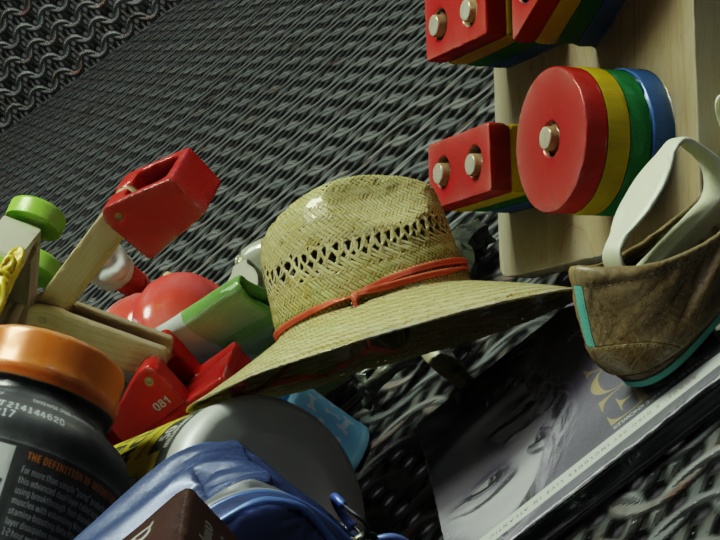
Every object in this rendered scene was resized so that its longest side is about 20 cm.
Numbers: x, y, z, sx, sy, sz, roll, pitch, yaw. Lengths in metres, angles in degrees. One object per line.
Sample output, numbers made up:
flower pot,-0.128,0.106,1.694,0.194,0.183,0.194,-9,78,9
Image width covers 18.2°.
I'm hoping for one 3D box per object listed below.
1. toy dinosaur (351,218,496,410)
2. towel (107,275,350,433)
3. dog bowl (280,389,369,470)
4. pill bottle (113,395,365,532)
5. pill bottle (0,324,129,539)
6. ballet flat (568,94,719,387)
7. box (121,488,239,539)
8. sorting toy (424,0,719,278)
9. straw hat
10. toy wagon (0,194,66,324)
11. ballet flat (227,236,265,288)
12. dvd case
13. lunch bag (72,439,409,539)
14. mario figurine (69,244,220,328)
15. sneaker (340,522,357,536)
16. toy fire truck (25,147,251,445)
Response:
toy dinosaur,0.030,0.027,1.234,0.088,0.048,0.200,-28,21,19
towel,-0.102,0.080,1.276,0.200,0.149,0.031,-34,60,22
dog bowl,-0.085,0.124,1.223,0.200,0.050,0.112,-32,17,33
pill bottle,-0.097,0.135,1.095,0.200,0.111,0.111,-25,21,48
pill bottle,-0.164,0.126,0.986,0.106,0.106,0.201,-21,47,53
ballet flat,0.162,-0.034,0.972,0.200,0.072,0.068,-39,16,-21
box,-0.083,0.213,0.710,0.200,0.164,0.166,-38,14,10
sorting toy,0.096,-0.106,1.097,0.069,0.201,0.199,2,-7,-24
straw hat,0.000,0.000,1.072,0.200,0.085,0.201,-16,-8,-2
toy wagon,-0.201,0.035,1.185,0.200,0.039,0.156,110,180,-65
ballet flat,-0.056,0.012,1.451,0.069,0.070,0.200,-36,15,18
dvd case,0.093,0.061,1.016,0.149,0.016,0.200,-39,15,7
lunch bag,-0.060,0.165,0.857,0.200,0.136,0.132,-42,16,-4
mario figurine,-0.139,0.054,1.361,0.106,0.123,0.200,-62,5,-15
sneaker,-0.070,0.175,0.971,0.200,0.078,0.075,-41,13,0
toy fire truck,-0.127,0.045,1.181,0.200,0.141,0.049,-35,15,19
